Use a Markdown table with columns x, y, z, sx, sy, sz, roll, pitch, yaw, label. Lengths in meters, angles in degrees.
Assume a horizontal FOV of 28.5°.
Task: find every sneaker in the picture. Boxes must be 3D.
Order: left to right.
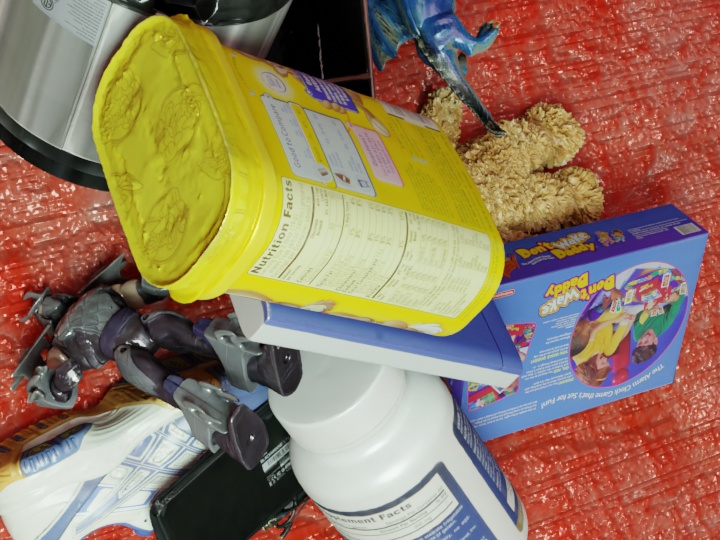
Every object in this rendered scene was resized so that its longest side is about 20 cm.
| x | y | z | sx | sy | sz | roll | pitch | yaw | label |
| --- | --- | --- | --- | --- | --- | --- | --- | --- | --- |
| -0.135 | 0.117 | 0.900 | 0.199 | 0.075 | 0.089 | -24 | 108 | -18 | sneaker |

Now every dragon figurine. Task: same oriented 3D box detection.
| x | y | z | sx | sy | sz | roll | pitch | yaw | label |
| --- | --- | --- | --- | --- | --- | --- | --- | --- | --- |
| 0.038 | -0.174 | 0.983 | 0.099 | 0.059 | 0.202 | 3 | 66 | -31 | dragon figurine |

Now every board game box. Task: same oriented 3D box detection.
| x | y | z | sx | sy | sz | roll | pitch | yaw | label |
| --- | --- | --- | --- | --- | --- | --- | --- | --- | --- |
| 0.145 | 0.039 | 1.008 | 0.198 | 0.045 | 0.136 | -13 | 126 | -26 | board game box |

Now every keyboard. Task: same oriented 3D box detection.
| x | y | z | sx | sy | sz | roll | pitch | yaw | label |
| --- | --- | --- | --- | --- | --- | --- | --- | --- | --- |
| -0.059 | 0.124 | 0.936 | 0.200 | 0.039 | 0.105 | -38 | 129 | -30 | keyboard |

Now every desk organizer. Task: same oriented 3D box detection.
| x | y | z | sx | sy | sz | roll | pitch | yaw | label |
| --- | --- | --- | --- | --- | --- | --- | --- | --- | --- |
| -0.033 | -0.091 | 0.952 | 0.071 | 0.077 | 0.202 | -5 | 88 | -26 | desk organizer |

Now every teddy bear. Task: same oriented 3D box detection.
| x | y | z | sx | sy | sz | roll | pitch | yaw | label |
| --- | --- | --- | --- | --- | --- | --- | --- | --- | --- |
| 0.092 | -0.061 | 1.015 | 0.198 | 0.067 | 0.147 | 2 | 83 | -26 | teddy bear |

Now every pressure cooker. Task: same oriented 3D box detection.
| x | y | z | sx | sy | sz | roll | pitch | yaw | label |
| --- | --- | --- | --- | --- | --- | --- | --- | --- | --- |
| -0.143 | -0.146 | 0.841 | 0.177 | 0.201 | 0.177 | -4 | 52 | -33 | pressure cooker |

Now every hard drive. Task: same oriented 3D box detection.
| x | y | z | sx | sy | sz | roll | pitch | yaw | label |
| --- | --- | --- | --- | --- | --- | --- | --- | --- | --- |
| 0.000 | 0.000 | 0.847 | 0.199 | 0.025 | 0.133 | 14 | 41 | -40 | hard drive |

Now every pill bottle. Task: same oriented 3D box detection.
| x | y | z | sx | sy | sz | roll | pitch | yaw | label |
| --- | --- | --- | --- | --- | --- | --- | --- | --- | --- |
| 0.022 | 0.125 | 0.908 | 0.111 | 0.110 | 0.201 | -50 | 131 | -20 | pill bottle |

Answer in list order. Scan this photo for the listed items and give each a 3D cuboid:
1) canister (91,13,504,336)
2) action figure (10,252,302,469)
| x | y | z | sx | sy | sz | roll | pitch | yaw | label |
| --- | --- | --- | --- | --- | --- | --- | --- | --- | --- |
| -0.028 | -0.043 | 0.759 | 0.199 | 0.087 | 0.149 | 13 | 40 | -42 | canister |
| -0.130 | 0.042 | 0.851 | 0.131 | 0.199 | 0.070 | -58 | 147 | -22 | action figure |
